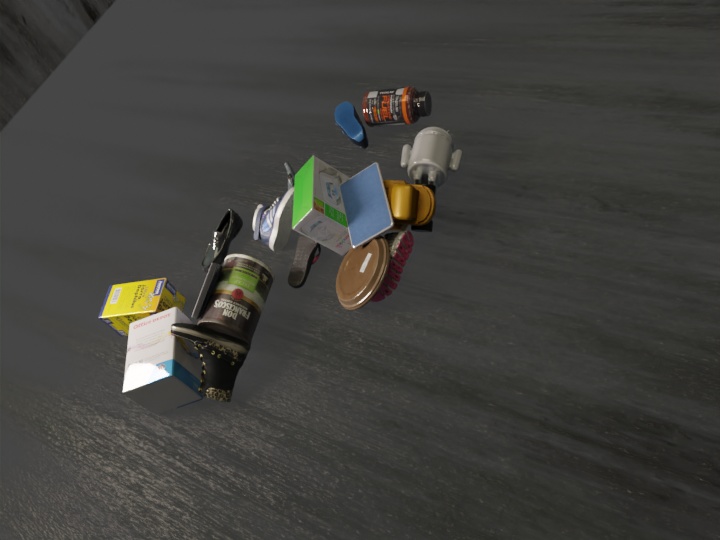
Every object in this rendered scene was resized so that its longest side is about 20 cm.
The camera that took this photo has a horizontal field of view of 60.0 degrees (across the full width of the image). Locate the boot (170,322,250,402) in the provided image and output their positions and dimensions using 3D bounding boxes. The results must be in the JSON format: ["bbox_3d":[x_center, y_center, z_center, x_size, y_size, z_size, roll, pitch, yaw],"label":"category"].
[{"bbox_3d":[-0.383,0.224,1.523,0.199,0.073,0.157,18,94,-7],"label":"boot"}]

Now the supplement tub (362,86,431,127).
[{"bbox_3d":[0.111,-0.489,1.858,0.195,0.108,0.109,0,57,24],"label":"supplement tub"}]

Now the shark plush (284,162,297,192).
[{"bbox_3d":[-0.188,-0.253,1.839,0.089,0.084,0.204,-15,52,13],"label":"shark plush"}]

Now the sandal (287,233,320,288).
[{"bbox_3d":[-0.143,-0.044,1.707,0.074,0.045,0.204,11,77,36],"label":"sandal"}]

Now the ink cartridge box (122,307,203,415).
[{"bbox_3d":[-0.498,0.231,1.597,0.144,0.147,0.203,-18,51,11],"label":"ink cartridge box"}]

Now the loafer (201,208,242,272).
[{"bbox_3d":[-0.416,-0.089,1.834,0.067,0.071,0.204,10,61,29],"label":"loafer"}]

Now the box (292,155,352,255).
[{"bbox_3d":[-0.086,-0.170,1.664,0.096,0.174,0.203,-38,39,36],"label":"box"}]

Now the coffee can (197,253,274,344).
[{"bbox_3d":[-0.322,0.082,1.623,0.143,0.147,0.204,1,57,24],"label":"coffee can"}]

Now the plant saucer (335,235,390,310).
[{"bbox_3d":[0.000,0.000,1.553,0.199,0.029,0.204,-37,38,36],"label":"plant saucer"}]

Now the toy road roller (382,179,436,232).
[{"bbox_3d":[0.096,-0.170,1.585,0.195,0.145,0.126,5,90,23],"label":"toy road roller"}]

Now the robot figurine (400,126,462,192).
[{"bbox_3d":[0.191,-0.305,1.689,0.165,0.114,0.204,10,60,11],"label":"robot figurine"}]

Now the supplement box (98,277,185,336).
[{"bbox_3d":[-0.615,0.106,1.760,0.195,0.109,0.112,-8,53,19],"label":"supplement box"}]

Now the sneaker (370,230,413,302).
[{"bbox_3d":[0.059,-0.014,1.573,0.086,0.073,0.203,12,70,48],"label":"sneaker"}]

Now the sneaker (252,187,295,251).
[{"bbox_3d":[-0.246,-0.171,1.761,0.146,0.080,0.203,41,119,33],"label":"sneaker"}]

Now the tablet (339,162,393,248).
[{"bbox_3d":[0.014,-0.166,1.583,0.128,0.014,0.204,-28,58,25],"label":"tablet"}]

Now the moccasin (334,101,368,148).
[{"bbox_3d":[-0.029,-0.439,1.913,0.079,0.068,0.203,-28,49,12],"label":"moccasin"}]

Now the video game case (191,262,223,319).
[{"bbox_3d":[-0.399,0.052,1.642,0.019,0.200,0.146,20,86,-5],"label":"video game case"}]
